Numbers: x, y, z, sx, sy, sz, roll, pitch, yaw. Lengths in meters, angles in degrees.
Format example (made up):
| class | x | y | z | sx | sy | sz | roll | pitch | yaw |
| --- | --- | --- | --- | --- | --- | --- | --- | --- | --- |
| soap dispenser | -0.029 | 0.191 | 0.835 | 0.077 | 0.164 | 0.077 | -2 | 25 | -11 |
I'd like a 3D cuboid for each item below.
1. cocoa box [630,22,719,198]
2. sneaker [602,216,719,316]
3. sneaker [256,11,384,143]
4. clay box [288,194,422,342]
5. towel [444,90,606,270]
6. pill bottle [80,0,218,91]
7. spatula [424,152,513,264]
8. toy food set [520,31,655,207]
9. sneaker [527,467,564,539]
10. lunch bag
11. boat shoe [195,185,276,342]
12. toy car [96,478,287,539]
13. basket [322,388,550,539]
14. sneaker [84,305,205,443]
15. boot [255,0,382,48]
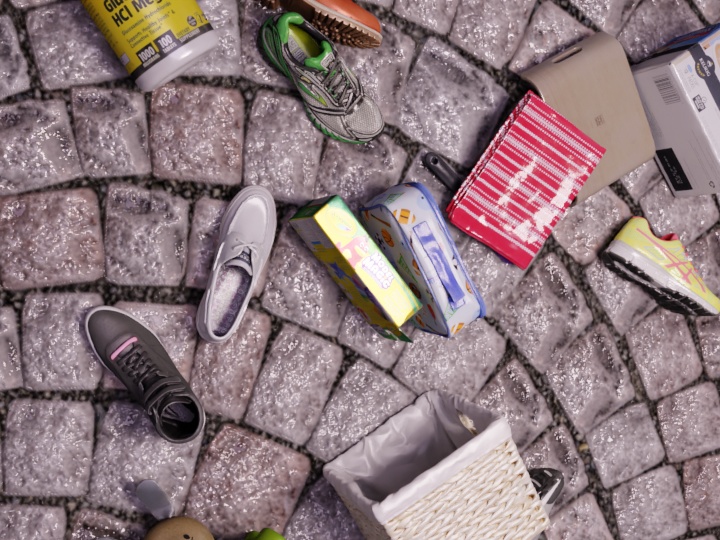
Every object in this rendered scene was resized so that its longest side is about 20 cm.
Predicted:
| class | x | y | z | sx | sy | sz | roll | pitch | yaw |
| --- | --- | --- | --- | --- | --- | --- | --- | --- | --- |
| cocoa box | 0.477 | -0.221 | 1.388 | 0.131 | 0.133 | 0.201 | -34 | 101 | -16 |
| sneaker | 0.439 | -0.005 | 1.411 | 0.200 | 0.078 | 0.091 | 34 | 74 | -18 |
| sneaker | -0.045 | -0.235 | 1.241 | 0.200 | 0.085 | 0.078 | 43 | 78 | -15 |
| clay box | 0.000 | 0.000 | 1.244 | 0.048 | 0.115 | 0.200 | -42 | 103 | -14 |
| towel | 0.219 | -0.116 | 1.325 | 0.144 | 0.022 | 0.200 | 33 | 93 | -18 |
| pill bottle | -0.261 | -0.318 | 1.154 | 0.112 | 0.112 | 0.200 | -37 | 101 | -14 |
| spatula | 0.157 | -0.086 | 1.343 | 0.200 | 0.021 | 0.057 | 43 | 86 | -13 |
| toy food set | 0.313 | -0.207 | 1.381 | 0.143 | 0.060 | 0.201 | -29 | 108 | -16 |
| sneaker | 0.210 | 0.352 | 1.348 | 0.079 | 0.074 | 0.200 | 39 | 85 | -24 |
| lunch bag | 0.079 | -0.010 | 1.246 | 0.075 | 0.160 | 0.201 | -30 | 99 | -15 |
| boat shoe | -0.150 | -0.009 | 1.218 | 0.072 | 0.068 | 0.201 | 26 | 83 | -17 |
| toy car | -0.204 | 0.341 | 1.173 | 0.200 | 0.158 | 0.165 | 39 | 67 | -3 |
| basket | 0.093 | 0.274 | 1.239 | 0.200 | 0.198 | 0.161 | -33 | 105 | -15 |
| sneaker | -0.246 | 0.122 | 1.172 | 0.071 | 0.099 | 0.200 | -40 | 101 | -12 |
| boot | -0.047 | -0.357 | 1.248 | 0.199 | 0.075 | 0.108 | 29 | 77 | -15 |
